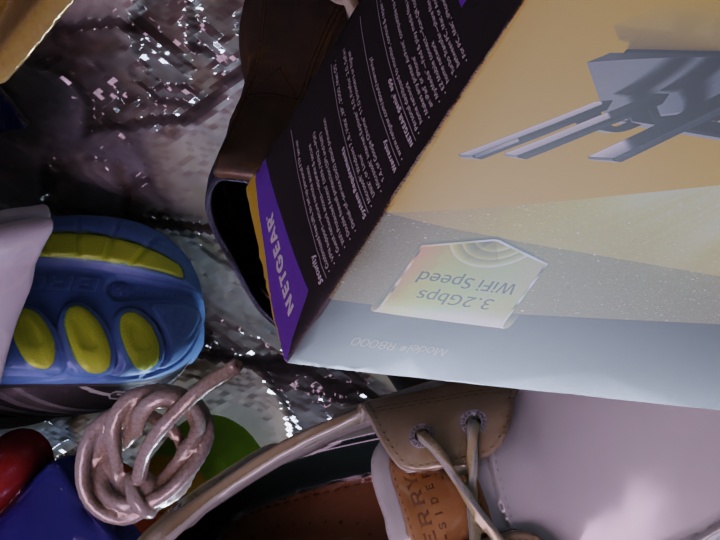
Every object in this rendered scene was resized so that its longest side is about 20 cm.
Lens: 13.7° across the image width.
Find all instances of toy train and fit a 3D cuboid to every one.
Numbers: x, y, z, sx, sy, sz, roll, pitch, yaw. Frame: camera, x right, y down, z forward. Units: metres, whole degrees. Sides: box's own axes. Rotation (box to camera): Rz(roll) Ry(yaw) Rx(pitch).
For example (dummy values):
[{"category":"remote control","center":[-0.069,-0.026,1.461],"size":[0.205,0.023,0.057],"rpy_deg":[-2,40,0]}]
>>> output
[{"category":"toy train","center":[-0.064,0.074,0.921],"size":[0.085,0.116,0.200],"rpy_deg":[50,122,7]}]

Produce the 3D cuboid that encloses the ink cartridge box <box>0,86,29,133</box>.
[{"category":"ink cartridge box","center":[-0.230,-0.074,0.881],"size":[0.199,0.041,0.200],"rpy_deg":[-18,127,40]}]

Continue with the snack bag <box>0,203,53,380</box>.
[{"category":"snack bag","center":[-0.179,0.076,0.808],"size":[0.021,0.188,0.201],"rpy_deg":[40,122,32]}]

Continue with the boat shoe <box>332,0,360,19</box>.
[{"category":"boat shoe","center":[0.023,-0.068,0.670],"size":[0.071,0.063,0.200],"rpy_deg":[12,146,13]}]

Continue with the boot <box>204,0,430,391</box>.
[{"category":"boot","center":[0.000,0.000,0.809],"size":[0.074,0.097,0.201],"rpy_deg":[3,138,23]}]

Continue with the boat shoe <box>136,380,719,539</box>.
[{"category":"boat shoe","center":[0.029,0.064,0.776],"size":[0.199,0.068,0.075],"rpy_deg":[-23,82,27]}]

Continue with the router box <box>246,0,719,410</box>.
[{"category":"router box","center":[0.097,-0.036,0.640],"size":[0.199,0.052,0.157],"rpy_deg":[7,139,-26]}]

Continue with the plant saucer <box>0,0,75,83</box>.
[{"category":"plant saucer","center":[-0.098,-0.165,0.663],"size":[0.200,0.048,0.200],"rpy_deg":[49,141,-2]}]

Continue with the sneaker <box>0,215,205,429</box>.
[{"category":"sneaker","center":[-0.147,0.019,0.909],"size":[0.198,0.071,0.083],"rpy_deg":[5,152,-3]}]
